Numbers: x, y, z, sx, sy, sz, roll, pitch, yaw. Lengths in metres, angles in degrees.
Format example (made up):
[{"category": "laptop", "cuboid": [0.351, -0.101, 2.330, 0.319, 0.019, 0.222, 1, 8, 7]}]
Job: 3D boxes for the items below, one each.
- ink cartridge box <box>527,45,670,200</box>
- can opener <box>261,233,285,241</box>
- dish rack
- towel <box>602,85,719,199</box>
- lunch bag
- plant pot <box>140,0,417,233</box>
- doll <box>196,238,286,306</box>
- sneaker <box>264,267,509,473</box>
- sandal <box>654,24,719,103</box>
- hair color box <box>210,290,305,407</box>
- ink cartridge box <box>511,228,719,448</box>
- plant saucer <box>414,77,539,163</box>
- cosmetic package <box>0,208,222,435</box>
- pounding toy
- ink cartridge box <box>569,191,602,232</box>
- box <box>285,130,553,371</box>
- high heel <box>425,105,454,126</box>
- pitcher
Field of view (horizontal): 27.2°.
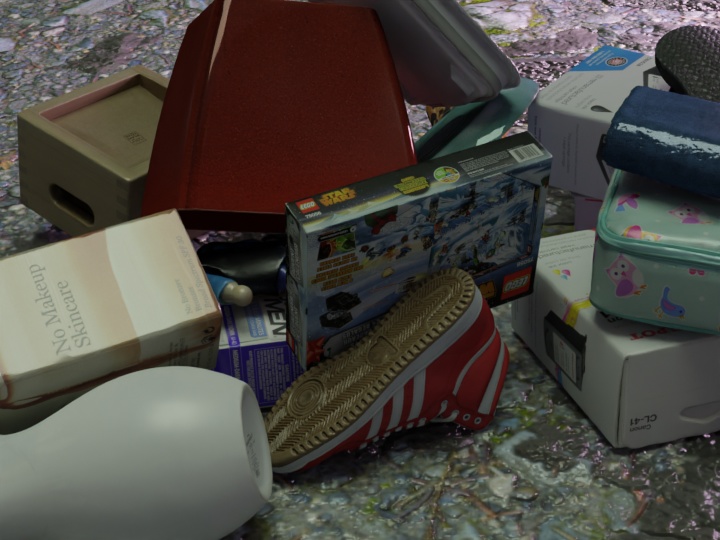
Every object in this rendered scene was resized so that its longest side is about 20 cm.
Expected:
[{"category": "ink cartridge box", "cuboid": [0.267, -0.119, 1.310, 0.199, 0.084, 0.145, 19, 37, 32]}, {"category": "can opener", "cuboid": [0.000, 0.000, 1.296, 0.199, 0.079, 0.064, 2, 65, 17]}, {"category": "dish rack", "cuboid": [0.030, -0.209, 1.263, 0.044, 0.200, 0.172, -51, 19, -14]}, {"category": "towel", "cuboid": [0.279, -0.079, 1.072, 0.199, 0.049, 0.112, 17, 28, 18]}, {"category": "lunch bag", "cuboid": [0.260, -0.026, 1.104, 0.160, 0.077, 0.200, 9, 27, 15]}, {"category": "plant pot", "cuboid": [-0.068, -0.125, 1.238, 0.199, 0.177, 0.200, 2, -3, -18]}, {"category": "doll", "cuboid": [-0.074, -0.005, 1.173, 0.199, 0.049, 0.137, -4, 18, 4]}, {"category": "sneaker", "cuboid": [0.025, 0.098, 1.094, 0.200, 0.113, 0.071, -39, 44, -1]}, {"category": "sandal", "cuboid": [0.285, -0.142, 1.224, 0.075, 0.048, 0.201, 0, 37, 0]}, {"category": "hair color box", "cuboid": [-0.024, 0.049, 1.183, 0.199, 0.065, 0.109, -6, 27, -9]}, {"category": "ink cartridge box", "cuboid": [0.220, 0.042, 1.152, 0.147, 0.086, 0.200, -10, 27, -16]}, {"category": "plant saucer", "cuboid": [0.076, -0.109, 1.330, 0.200, 0.027, 0.200, -42, 9, 8]}, {"category": "cosmetic package", "cuboid": [-0.209, 0.041, 1.059, 0.199, 0.087, 0.104, -19, 65, -19]}, {"category": "pounding toy", "cuboid": [-0.224, -0.099, 1.440, 0.200, 0.143, 0.184, 30, 41, 30]}, {"category": "ink cartridge box", "cuboid": [0.265, -0.082, 1.400, 0.116, 0.068, 0.200, 5, 30, 16]}, {"category": "box", "cuboid": [0.041, -0.014, 1.089, 0.199, 0.137, 0.040, -17, 45, -21]}, {"category": "high heel", "cuboid": [0.072, -0.123, 1.497, 0.142, 0.072, 0.200, -13, 34, -22]}, {"category": "pitcher", "cuboid": [-0.162, 0.127, 1.007, 0.199, 0.122, 0.172, -12, 11, 7]}]
